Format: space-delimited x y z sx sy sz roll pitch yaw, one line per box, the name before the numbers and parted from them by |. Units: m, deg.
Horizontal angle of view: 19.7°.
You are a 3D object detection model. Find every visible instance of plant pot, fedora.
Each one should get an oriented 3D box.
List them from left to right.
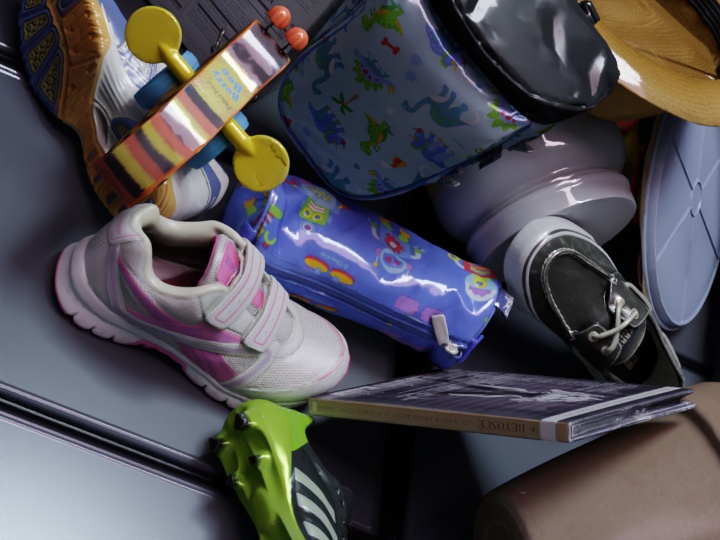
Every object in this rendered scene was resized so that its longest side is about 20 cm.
fedora | 0.183 -0.161 1.429 0.200 0.082 0.201 20 48 -23
plant pot | 0.172 0.185 1.340 0.174 0.200 0.201 -10 66 -19

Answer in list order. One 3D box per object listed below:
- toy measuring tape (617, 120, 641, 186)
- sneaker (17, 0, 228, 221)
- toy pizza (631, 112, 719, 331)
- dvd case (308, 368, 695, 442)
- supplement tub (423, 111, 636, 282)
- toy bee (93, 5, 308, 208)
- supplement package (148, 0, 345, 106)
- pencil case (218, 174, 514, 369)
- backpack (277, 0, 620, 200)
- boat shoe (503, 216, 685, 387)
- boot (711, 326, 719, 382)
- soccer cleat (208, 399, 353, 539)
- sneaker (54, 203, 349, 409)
toy measuring tape | 0.209 -0.100 1.620 0.200 0.073 0.074 32 47 -25
sneaker | -0.158 -0.119 1.379 0.088 0.075 0.201 -9 71 -54
toy pizza | 0.237 -0.055 1.550 0.032 0.201 0.200 8 41 25
dvd case | 0.090 0.084 1.318 0.148 0.199 0.016 -8 98 -51
supplement tub | 0.103 -0.108 1.492 0.145 0.145 0.201 -6 65 -38
toy bee | -0.091 -0.124 1.305 0.131 0.109 0.201 35 39 -26
supplement package | -0.039 -0.247 1.445 0.151 0.200 0.152 51 46 4
pencil case | 0.000 0.000 1.393 0.199 0.078 0.087 26 28 -18
backpack | 0.040 -0.130 1.353 0.154 0.200 0.163 -45 105 -28
boat shoe | 0.170 0.032 1.441 0.064 0.071 0.200 36 -5 46
boot | 0.311 -0.014 1.558 0.065 0.165 0.201 13 58 4
soccer cleat | -0.031 0.170 1.272 0.081 0.067 0.201 8 56 -44
sneaker | -0.089 0.023 1.309 0.199 0.088 0.082 23 50 -21
